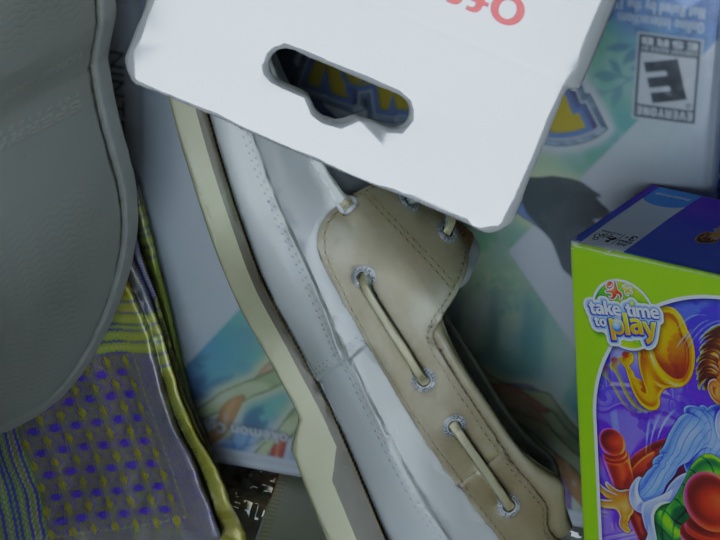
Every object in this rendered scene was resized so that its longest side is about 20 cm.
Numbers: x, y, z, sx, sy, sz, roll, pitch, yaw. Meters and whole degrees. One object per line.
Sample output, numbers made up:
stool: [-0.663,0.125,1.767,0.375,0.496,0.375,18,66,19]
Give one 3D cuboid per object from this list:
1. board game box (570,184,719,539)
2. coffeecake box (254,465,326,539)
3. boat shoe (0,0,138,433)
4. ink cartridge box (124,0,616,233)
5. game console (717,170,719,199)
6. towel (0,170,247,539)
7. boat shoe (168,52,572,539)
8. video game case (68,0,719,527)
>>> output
board game box: [0.153,0.063,0.796,0.200,0.045,0.135,13,120,34]
coffeecake box: [-0.026,0.182,0.923,0.073,0.154,0.200,17,117,1]
boat shoe: [-0.109,-0.038,0.834,0.060,0.074,0.200,40,146,33]
ink cartridge box: [0.028,-0.124,0.781,0.115,0.068,0.200,23,100,2]
game console: [0.184,-0.017,0.792,0.118,0.171,0.200,-5,119,-16]
towel: [-0.140,0.037,0.934,0.200,0.023,0.144,-6,113,22]
boat shoe: [0.000,0.000,0.845,0.068,0.075,0.200,-20,106,6]
video game case: [0.006,-0.017,0.881,0.200,0.022,0.183,9,117,14]
